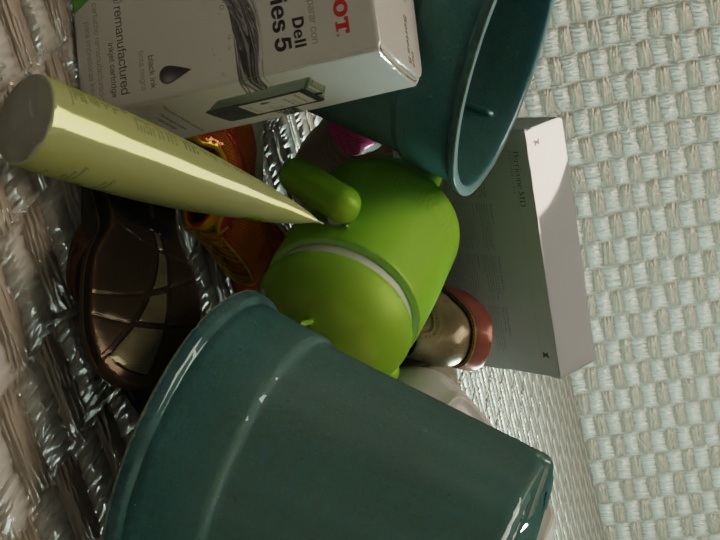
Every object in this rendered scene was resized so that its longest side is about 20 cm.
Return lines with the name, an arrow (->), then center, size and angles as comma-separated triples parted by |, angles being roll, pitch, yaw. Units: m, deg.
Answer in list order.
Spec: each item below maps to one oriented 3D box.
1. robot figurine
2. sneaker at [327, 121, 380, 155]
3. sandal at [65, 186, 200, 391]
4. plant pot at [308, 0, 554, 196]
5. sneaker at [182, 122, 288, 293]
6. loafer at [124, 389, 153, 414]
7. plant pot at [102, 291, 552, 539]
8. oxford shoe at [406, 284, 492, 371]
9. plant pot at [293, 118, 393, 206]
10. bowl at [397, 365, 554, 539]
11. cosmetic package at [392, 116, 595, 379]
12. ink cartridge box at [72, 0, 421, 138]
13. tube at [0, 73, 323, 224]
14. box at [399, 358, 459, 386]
robot figurine -> 0.000, 0.000, 1.009 | 0.200, 0.115, 0.176 | -62, 150, -43
sneaker -> 0.005, -0.177, 1.212 | 0.201, 0.088, 0.082 | -101, 177, -46
sandal -> -0.143, -0.005, 0.822 | 0.082, 0.055, 0.201 | 28, 32, -40
plant pot -> 0.015, -0.177, 0.999 | 0.200, 0.195, 0.201 | 19, 90, -75
sneaker -> -0.097, -0.033, 1.032 | 0.077, 0.073, 0.201 | -48, 133, -39
loafer -> -0.096, 0.066, 0.921 | 0.201, 0.070, 0.068 | 35, 47, -71
plant pot -> -0.008, 0.139, 0.795 | 0.200, 0.195, 0.201 | 20, 90, -75
oxford shoe -> 0.024, 0.022, 1.138 | 0.200, 0.074, 0.071 | 26, -71, 56
plant pot -> 0.034, -0.107, 1.266 | 0.093, 0.200, 0.202 | 83, 8, -48
bowl -> 0.060, 0.180, 1.038 | 0.200, 0.075, 0.200 | 52, 43, -13
cosmetic package -> 0.106, -0.022, 1.148 | 0.052, 0.150, 0.201 | -21, 108, -36
ink cartridge box -> -0.074, -0.173, 0.891 | 0.084, 0.199, 0.146 | 24, 57, -69
tube -> -0.112, -0.057, 0.817 | 0.200, 0.052, 0.058 | 18, 39, -47
box -> 0.024, 0.097, 1.214 | 0.200, 0.068, 0.083 | -144, -132, -72
